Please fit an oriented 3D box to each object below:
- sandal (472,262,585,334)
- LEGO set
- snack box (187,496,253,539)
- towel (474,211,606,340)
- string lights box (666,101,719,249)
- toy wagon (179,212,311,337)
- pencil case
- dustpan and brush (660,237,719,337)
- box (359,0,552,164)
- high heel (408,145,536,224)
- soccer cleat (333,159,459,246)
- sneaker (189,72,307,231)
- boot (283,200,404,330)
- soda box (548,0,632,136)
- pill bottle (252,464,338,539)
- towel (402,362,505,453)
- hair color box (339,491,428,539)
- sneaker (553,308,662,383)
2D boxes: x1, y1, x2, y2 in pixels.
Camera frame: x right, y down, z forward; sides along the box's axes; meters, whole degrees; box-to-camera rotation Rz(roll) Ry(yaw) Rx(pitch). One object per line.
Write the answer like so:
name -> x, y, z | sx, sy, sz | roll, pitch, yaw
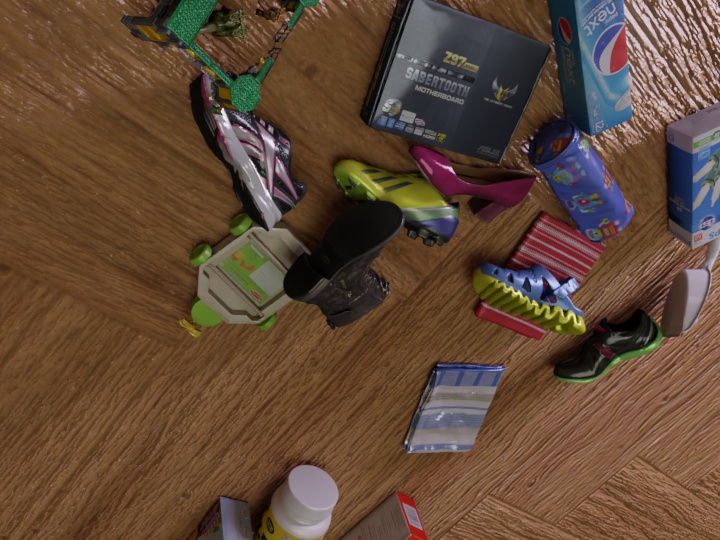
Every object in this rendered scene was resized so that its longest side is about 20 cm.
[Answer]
sandal -> 0.262, 0.029, 0.924 | 0.199, 0.079, 0.088 | 23, 73, -16
LEGO set -> -0.146, -0.272, 0.619 | 0.153, 0.115, 0.201 | 25, 89, -49
snack box -> -0.258, 0.527, 1.032 | 0.067, 0.169, 0.201 | 25, 112, -29
towel -> 0.287, 0.016, 0.968 | 0.144, 0.023, 0.201 | 21, 111, -24
string lights box -> 0.533, -0.144, 0.920 | 0.102, 0.059, 0.201 | -24, 124, -2
toy wagon -> -0.164, 0.016, 0.826 | 0.199, 0.040, 0.155 | -35, 123, 7
pencil case -> 0.312, -0.124, 0.857 | 0.086, 0.079, 0.200 | -15, 136, 41
dustpan and brush -> 0.568, 0.021, 1.018 | 0.057, 0.140, 0.202 | 12, 86, 13
box -> 0.117, -0.234, 0.747 | 0.198, 0.051, 0.159 | 11, 116, -22
high heel -> 0.151, -0.138, 0.805 | 0.096, 0.068, 0.199 | -43, 138, 23
soccer cleat -> 0.052, -0.105, 0.813 | 0.199, 0.065, 0.084 | 28, 80, -24
sneaker -> -0.130, -0.154, 0.723 | 0.086, 0.080, 0.201 | -36, 125, -21
boot -> 0.000, 0.000, 0.827 | 0.199, 0.070, 0.174 | -36, 150, 12
soda box -> 0.291, -0.279, 0.760 | 0.064, 0.068, 0.201 | -24, 124, 0
pill bottle -> -0.119, 0.450, 1.059 | 0.113, 0.115, 0.201 | 15, 115, -24
towel -> 0.168, 0.251, 1.077 | 0.146, 0.024, 0.201 | 5, 119, -20
hair color box -> 0.031, 0.537, 1.166 | 0.200, 0.102, 0.061 | -44, 122, 13
sneaker -> 0.426, 0.132, 1.061 | 0.199, 0.077, 0.084 | -30, 100, 5
